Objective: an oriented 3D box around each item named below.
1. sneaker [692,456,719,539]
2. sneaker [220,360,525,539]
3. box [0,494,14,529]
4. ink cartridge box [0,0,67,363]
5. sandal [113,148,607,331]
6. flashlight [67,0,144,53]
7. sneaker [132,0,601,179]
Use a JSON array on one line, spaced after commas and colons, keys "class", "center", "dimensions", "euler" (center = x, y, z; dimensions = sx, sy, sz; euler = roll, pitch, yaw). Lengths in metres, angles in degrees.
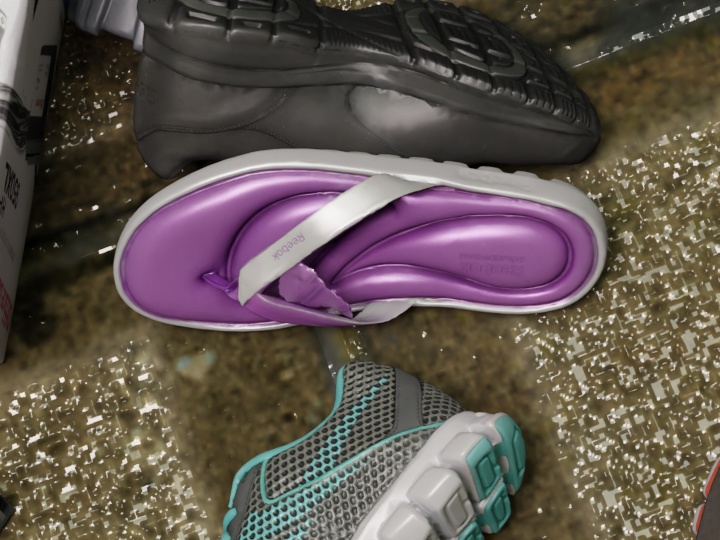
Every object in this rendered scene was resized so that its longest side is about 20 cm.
[{"class": "sneaker", "center": [0.189, 0.055, 1.064], "dimensions": [0.077, 0.082, 0.201], "euler": [30, 77, 14]}, {"class": "sneaker", "center": [-0.027, 0.118, 1.081], "dimensions": [0.091, 0.078, 0.200], "euler": [36, 75, 31]}, {"class": "box", "center": [-0.250, 0.143, 1.101], "dimensions": [0.136, 0.040, 0.201], "euler": [27, 77, 14]}, {"class": "ink cartridge box", "center": [-0.170, -0.072, 1.093], "dimensions": [0.084, 0.145, 0.202], "euler": [9, 81, -1]}, {"class": "sandal", "center": [-0.001, -0.006, 1.100], "dimensions": [0.201, 0.083, 0.050], "euler": [-5, 32, 3]}, {"class": "flashlight", "center": [-0.062, -0.188, 1.144], "dimensions": [0.067, 0.068, 0.201], "euler": [17, 97, -14]}, {"class": "sneaker", "center": [0.000, -0.065, 1.132], "dimensions": [0.199, 0.091, 0.076], "euler": [11, 27, -8]}]
